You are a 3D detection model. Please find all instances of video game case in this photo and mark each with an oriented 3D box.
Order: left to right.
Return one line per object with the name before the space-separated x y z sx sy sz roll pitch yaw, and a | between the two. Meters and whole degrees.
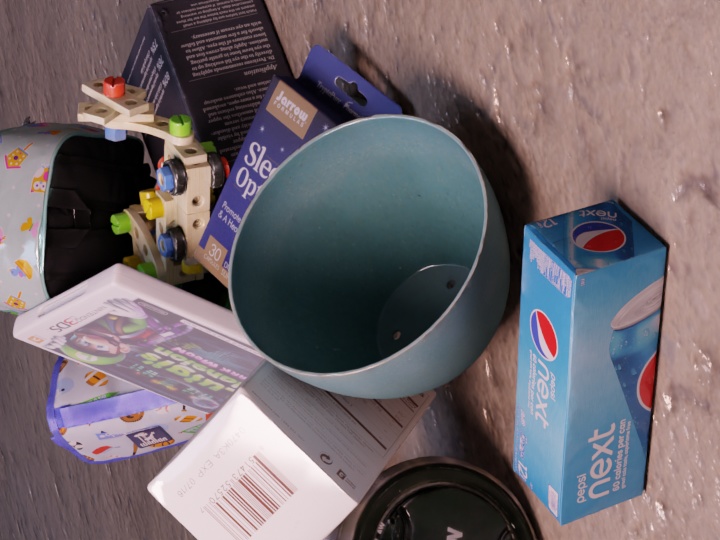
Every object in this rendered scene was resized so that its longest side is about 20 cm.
video game case | -0.161 0.061 1.682 0.182 0.199 0.023 -23 49 51

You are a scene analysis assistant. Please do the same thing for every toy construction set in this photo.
toy construction set | -0.164 -0.070 1.678 0.131 0.092 0.201 47 156 49

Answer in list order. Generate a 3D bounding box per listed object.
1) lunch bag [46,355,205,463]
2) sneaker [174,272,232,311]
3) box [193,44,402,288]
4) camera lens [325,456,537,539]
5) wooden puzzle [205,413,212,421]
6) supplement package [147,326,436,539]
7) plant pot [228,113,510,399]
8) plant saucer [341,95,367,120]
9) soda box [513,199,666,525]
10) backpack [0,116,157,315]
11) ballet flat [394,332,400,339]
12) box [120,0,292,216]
lunch bag | -0.200 0.110 1.964 0.200 0.169 0.124 -58 -47 -78
sneaker | -0.141 0.024 1.778 0.200 0.083 0.074 -16 51 46
box | -0.051 -0.065 1.579 0.121 0.032 0.201 40 112 39
camera lens | 0.038 0.235 1.562 0.161 0.159 0.200 70 159 9
wooden puzzle | -0.085 0.161 1.789 0.185 0.046 0.201 17 117 54
supplement package | -0.046 0.123 1.485 0.117 0.200 0.117 43 116 1
plant pot | 0.026 0.010 1.436 0.135 0.200 0.200 43 -170 -50
plant saucer | -0.035 -0.040 1.603 0.200 0.027 0.201 -6 82 46
soda box | 0.144 0.060 1.296 0.064 0.068 0.201 49 147 47
backpack | -0.275 -0.043 1.756 0.200 0.153 0.177 -9 -74 -79
ballet flat | 0.000 0.000 1.623 0.072 0.071 0.200 101 147 -50
box | -0.121 -0.126 1.782 0.201 0.104 0.148 69 158 13
